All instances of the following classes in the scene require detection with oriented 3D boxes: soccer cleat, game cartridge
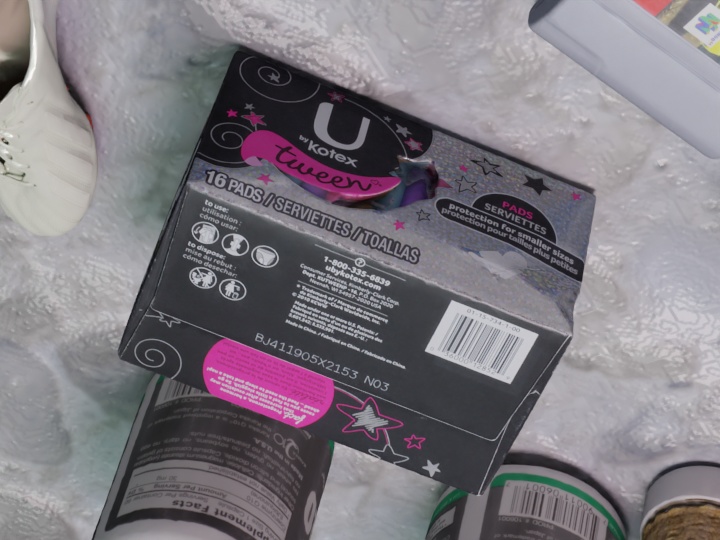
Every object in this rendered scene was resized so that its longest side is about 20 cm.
[{"bbox_3d":[-0.173,-0.087,1.307,0.069,0.078,0.200,6,132,9],"label":"soccer cleat"},{"bbox_3d":[0.187,-0.137,1.199,0.133,0.041,0.200,31,131,-18],"label":"game cartridge"}]

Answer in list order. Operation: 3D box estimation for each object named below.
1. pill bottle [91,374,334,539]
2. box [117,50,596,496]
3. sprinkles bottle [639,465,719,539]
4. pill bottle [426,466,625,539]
[{"bbox_3d":[-0.085,0.146,1.406,0.113,0.200,0.113,7,132,8],"label":"pill bottle"},{"bbox_3d":[0.000,0.000,1.315,0.200,0.115,0.132,21,131,-6],"label":"box"},{"bbox_3d":[0.172,0.194,1.381,0.068,0.200,0.068,7,132,8],"label":"sprinkles bottle"},{"bbox_3d":[0.077,0.211,1.411,0.113,0.200,0.113,8,132,8],"label":"pill bottle"}]
